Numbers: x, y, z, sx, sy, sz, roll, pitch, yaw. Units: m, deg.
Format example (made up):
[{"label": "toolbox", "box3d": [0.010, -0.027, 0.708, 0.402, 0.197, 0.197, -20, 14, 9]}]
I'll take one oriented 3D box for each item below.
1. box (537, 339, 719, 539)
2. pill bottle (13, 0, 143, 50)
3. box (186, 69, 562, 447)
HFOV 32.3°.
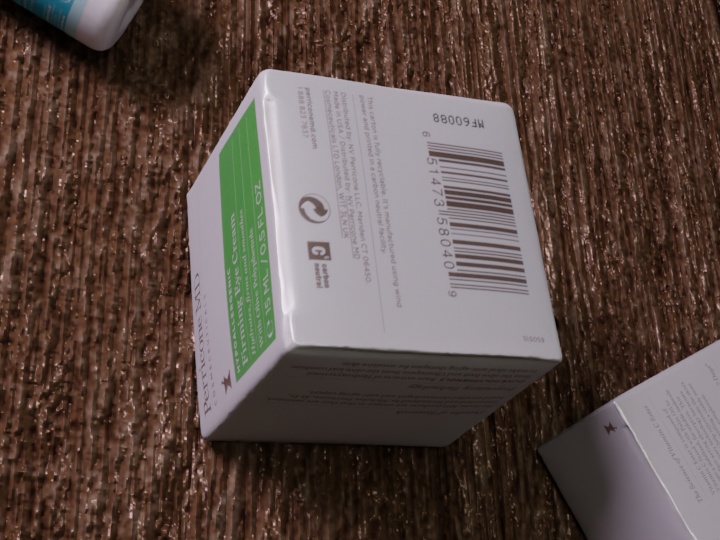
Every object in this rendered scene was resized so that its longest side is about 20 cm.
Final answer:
[{"label": "box", "box3d": [0.264, 0.147, 0.949, 0.199, 0.106, 0.153, -21, 75, -34]}, {"label": "pill bottle", "box3d": [-0.244, -0.256, 0.902, 0.199, 0.111, 0.111, 31, 55, -9]}, {"label": "box", "box3d": [0.000, 0.000, 0.853, 0.198, 0.171, 0.201, 4, 62, -24]}]
